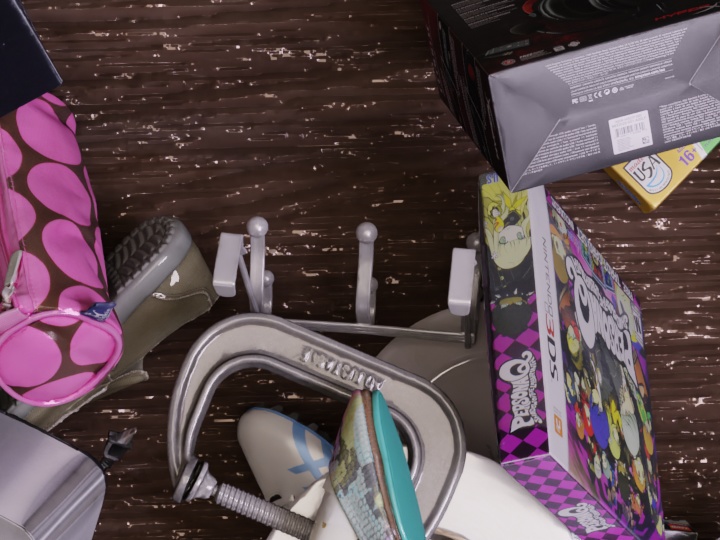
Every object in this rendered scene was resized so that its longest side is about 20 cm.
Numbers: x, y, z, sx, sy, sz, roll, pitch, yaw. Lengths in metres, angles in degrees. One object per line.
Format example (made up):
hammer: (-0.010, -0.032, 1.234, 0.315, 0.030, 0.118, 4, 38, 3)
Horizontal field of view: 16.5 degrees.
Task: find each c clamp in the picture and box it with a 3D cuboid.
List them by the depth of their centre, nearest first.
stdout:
c clamp: (-0.028, 0.124, 1.414, 0.199, 0.027, 0.172, 28, 85, 2)

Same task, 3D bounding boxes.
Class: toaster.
toaster: (-0.255, 0.164, 1.459, 0.180, 0.119, 0.201, 22, 113, 7)

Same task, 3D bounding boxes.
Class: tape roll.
tape roll: (0.034, 0.202, 1.456, 0.201, 0.071, 0.204, 0, 85, 0)

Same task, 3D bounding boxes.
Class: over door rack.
over door rack: (0.000, 0.000, 1.462, 0.147, 0.200, 0.067, 4, 82, 5)

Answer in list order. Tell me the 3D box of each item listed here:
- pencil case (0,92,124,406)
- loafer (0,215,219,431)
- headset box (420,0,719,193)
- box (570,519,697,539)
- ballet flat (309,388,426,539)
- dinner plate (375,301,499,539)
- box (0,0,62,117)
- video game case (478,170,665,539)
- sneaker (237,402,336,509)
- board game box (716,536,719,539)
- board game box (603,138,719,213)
pencil case: (-0.196, -0.022, 1.472, 0.091, 0.094, 0.201, -38, 46, 20)
loafer: (-0.163, 0.057, 1.522, 0.200, 0.075, 0.070, -43, 118, 10)
headset box: (0.125, -0.128, 1.441, 0.148, 0.200, 0.075, -15, 113, -5)
box: (0.126, 0.248, 1.527, 0.136, 0.040, 0.201, 6, 95, -4)
ballet flat: (0.014, 0.168, 1.373, 0.071, 0.069, 0.201, -24, 84, 12)
dinner plate: (0.085, 0.120, 1.553, 0.199, 0.024, 0.202, 0, 88, -2)
box: (-0.310, -0.154, 1.477, 0.199, 0.104, 0.183, -29, 57, -2)
video game case: (0.124, 0.061, 1.442, 0.036, 0.200, 0.182, -14, 60, 21)
sneaker: (-0.019, 0.172, 1.520, 0.072, 0.072, 0.201, -33, 91, -34)
board game box: (0.205, 0.252, 1.459, 0.200, 0.148, 0.064, -40, 45, -21)
board game box: (0.163, -0.160, 1.553, 0.200, 0.040, 0.153, 44, 88, 0)
